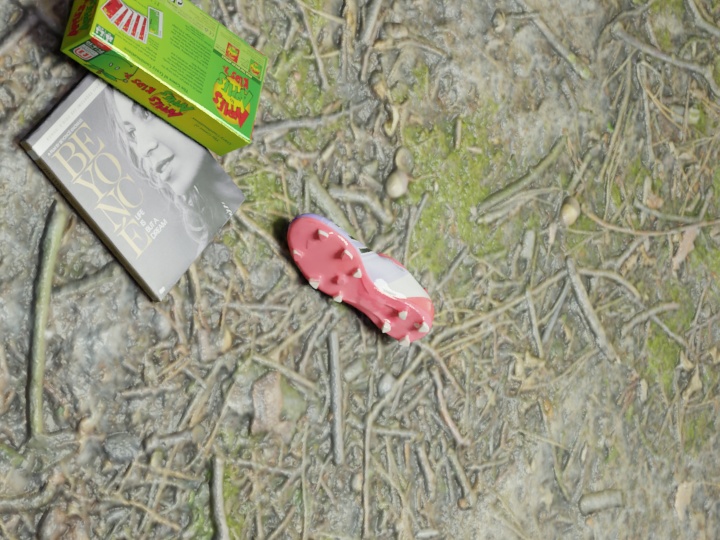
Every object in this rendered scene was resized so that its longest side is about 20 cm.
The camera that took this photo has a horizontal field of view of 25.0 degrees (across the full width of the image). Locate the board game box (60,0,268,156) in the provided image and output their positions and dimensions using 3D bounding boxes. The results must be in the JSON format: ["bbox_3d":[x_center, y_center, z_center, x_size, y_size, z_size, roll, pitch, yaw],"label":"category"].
[{"bbox_3d":[-0.180,-0.203,1.524,0.200,0.047,0.102,33,55,-36],"label":"board game box"}]

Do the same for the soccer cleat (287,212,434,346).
[{"bbox_3d":[0.000,0.000,1.673,0.200,0.067,0.077,39,30,-25],"label":"soccer cleat"}]

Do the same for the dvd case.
[{"bbox_3d":[-0.208,-0.093,1.524,0.200,0.016,0.149,52,56,-23],"label":"dvd case"}]
